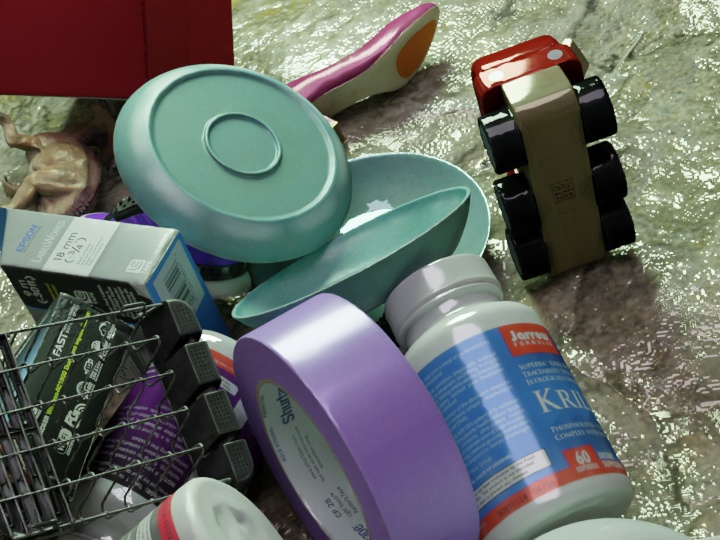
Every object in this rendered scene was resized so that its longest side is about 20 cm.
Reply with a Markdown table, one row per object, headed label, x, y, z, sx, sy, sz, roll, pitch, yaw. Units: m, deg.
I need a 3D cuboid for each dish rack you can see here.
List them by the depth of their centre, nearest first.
| label | x | y | z | sx | sy | sz | roll | pitch | yaw |
| --- | --- | --- | --- | --- | --- | --- | --- | --- | --- |
| dish rack | -0.173 | 0.099 | 1.045 | 0.200 | 0.055 | 0.154 | -11 | 67 | -35 |

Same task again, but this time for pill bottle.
| label | x | y | z | sx | sy | sz | roll | pitch | yaw |
| --- | --- | --- | --- | --- | --- | --- | --- | --- | --- |
| pill bottle | -0.141 | 0.232 | 1.017 | 0.200 | 0.111 | 0.111 | -41 | 43 | 13 |
| pill bottle | 0.092 | 0.091 | 1.087 | 0.112 | 0.112 | 0.200 | -24 | 64 | -6 |
| pill bottle | -0.140 | 0.146 | 1.149 | 0.112 | 0.113 | 0.200 | 13 | 52 | 29 |

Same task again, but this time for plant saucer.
| label | x | y | z | sx | sy | sz | roll | pitch | yaw |
| --- | --- | --- | --- | --- | --- | --- | --- | --- | --- |
| plant saucer | 0.000 | 0.000 | 1.189 | 0.200 | 0.036 | 0.200 | -27 | 10 | 5 |
| plant saucer | -0.097 | -0.094 | 1.282 | 0.200 | 0.027 | 0.201 | 12 | 51 | -15 |
| plant saucer | 0.011 | -0.015 | 1.309 | 0.200 | 0.039 | 0.201 | -9 | 45 | 9 |

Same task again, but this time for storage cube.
| label | x | y | z | sx | sy | sz | roll | pitch | yaw |
| --- | --- | --- | --- | --- | --- | --- | --- | --- | --- |
| storage cube | -0.233 | -0.258 | 1.484 | 0.199 | 0.180 | 0.171 | 3 | 14 | 22 |

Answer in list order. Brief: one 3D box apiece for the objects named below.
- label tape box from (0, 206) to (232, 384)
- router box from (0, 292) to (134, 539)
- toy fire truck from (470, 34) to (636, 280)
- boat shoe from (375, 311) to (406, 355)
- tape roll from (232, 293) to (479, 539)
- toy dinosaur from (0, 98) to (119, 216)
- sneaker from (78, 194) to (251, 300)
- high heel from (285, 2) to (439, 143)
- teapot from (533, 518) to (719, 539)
| label | x | y | z | sx | sy | sz | roll | pitch | yaw |
| --- | --- | --- | --- | --- | --- | --- | --- | --- | --- |
| label tape box | -0.217 | 0.024 | 1.272 | 0.199 | 0.144 | 0.063 | 7 | 52 | 25 |
| router box | -0.247 | 0.130 | 1.153 | 0.062 | 0.200 | 0.150 | 29 | 46 | -16 |
| toy fire truck | 0.147 | -0.122 | 1.269 | 0.128 | 0.176 | 0.200 | -20 | 43 | 0 |
| boat shoe | 0.030 | 0.063 | 1.203 | 0.199 | 0.075 | 0.062 | -7 | 43 | 3 |
| tape roll | -0.006 | 0.117 | 1.060 | 0.066 | 0.200 | 0.200 | -30 | 45 | -20 |
| toy dinosaur | -0.261 | -0.087 | 1.444 | 0.135 | 0.086 | 0.200 | -5 | 52 | -1 |
| sneaker | -0.167 | -0.044 | 1.330 | 0.200 | 0.100 | 0.069 | 13 | 25 | 38 |
| high heel | -0.016 | -0.185 | 1.464 | 0.096 | 0.067 | 0.200 | 32 | 76 | 27 |
| teapot | 0.137 | 0.233 | 0.950 | 0.146 | 0.199 | 0.198 | 175 | 112 | -70 |
